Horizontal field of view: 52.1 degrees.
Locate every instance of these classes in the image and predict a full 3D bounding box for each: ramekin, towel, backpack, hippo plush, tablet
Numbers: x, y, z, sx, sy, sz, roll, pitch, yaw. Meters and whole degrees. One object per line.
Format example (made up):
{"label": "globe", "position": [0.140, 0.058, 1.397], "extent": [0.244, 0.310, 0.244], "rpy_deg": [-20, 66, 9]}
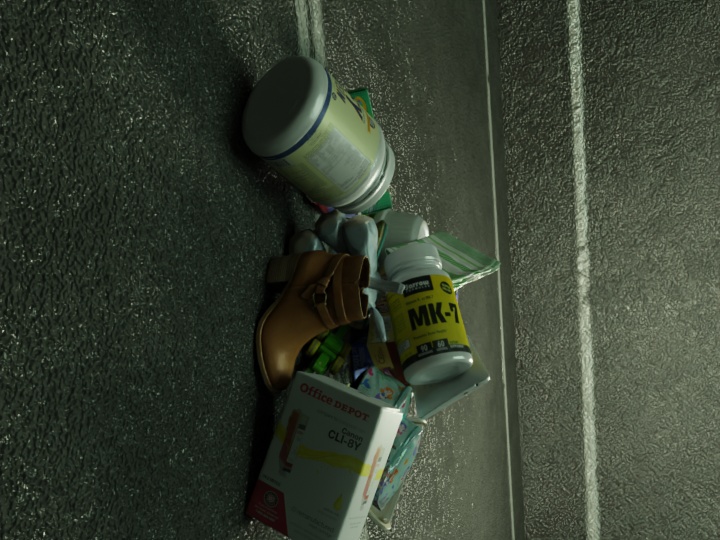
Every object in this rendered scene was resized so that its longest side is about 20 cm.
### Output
{"label": "ramekin", "position": [0.081, -0.022, 1.480], "extent": [0.202, 0.091, 0.209], "rpy_deg": [3, 90, -75]}
{"label": "towel", "position": [0.150, -0.021, 1.343], "extent": [0.198, 0.151, 0.024], "rpy_deg": [-19, 133, -49]}
{"label": "backpack", "position": [0.015, 0.258, 1.135], "extent": [0.203, 0.147, 0.179], "rpy_deg": [-62, 166, -21]}
{"label": "hippo plush", "position": [-0.008, -0.003, 1.159], "extent": [0.161, 0.196, 0.163], "rpy_deg": [13, 98, -76]}
{"label": "tablet", "position": [0.142, 0.172, 1.231], "extent": [0.014, 0.128, 0.200], "rpy_deg": [57, 6, -14]}

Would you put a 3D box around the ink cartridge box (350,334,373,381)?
{"label": "ink cartridge box", "position": [0.042, 0.193, 1.410], "extent": [0.199, 0.074, 0.141], "rpy_deg": [-16, 102, -70]}

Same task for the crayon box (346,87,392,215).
{"label": "crayon box", "position": [0.004, -0.209, 1.281], "extent": [0.119, 0.057, 0.205], "rpy_deg": [-104, -179, -76]}

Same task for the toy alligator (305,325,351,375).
{"label": "toy alligator", "position": [-0.064, 0.149, 1.166], "extent": [0.055, 0.059, 0.201], "rpy_deg": [-56, 179, 32]}

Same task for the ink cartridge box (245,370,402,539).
{"label": "ink cartridge box", "position": [-0.048, 0.256, 0.992], "extent": [0.083, 0.142, 0.205], "rpy_deg": [32, 77, -63]}

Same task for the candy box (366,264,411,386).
{"label": "candy box", "position": [0.060, 0.095, 1.297], "extent": [0.203, 0.055, 0.119], "rpy_deg": [-81, 157, -49]}

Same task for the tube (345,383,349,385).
{"label": "tube", "position": [-0.056, 0.228, 1.192], "extent": [0.052, 0.058, 0.199], "rpy_deg": [55, 12, 14]}

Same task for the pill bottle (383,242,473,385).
{"label": "pill bottle", "position": [0.102, 0.069, 1.179], "extent": [0.114, 0.112, 0.205], "rpy_deg": [42, 31, -62]}

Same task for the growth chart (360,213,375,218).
{"label": "growth chart", "position": [0.004, -0.099, 1.412], "extent": [0.201, 0.017, 0.148], "rpy_deg": [-58, 143, -59]}

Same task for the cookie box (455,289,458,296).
{"label": "cookie box", "position": [0.148, 0.088, 1.405], "extent": [0.172, 0.073, 0.206], "rpy_deg": [-70, 160, -67]}

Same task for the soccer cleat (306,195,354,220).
{"label": "soccer cleat", "position": [-0.056, -0.126, 1.209], "extent": [0.074, 0.067, 0.201], "rpy_deg": [-52, 153, -17]}

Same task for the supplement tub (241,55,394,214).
{"label": "supplement tub", "position": [-0.053, -0.181, 1.026], "extent": [0.199, 0.142, 0.149], "rpy_deg": [36, 54, -45]}

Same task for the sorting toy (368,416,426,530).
{"label": "sorting toy", "position": [0.046, 0.361, 1.391], "extent": [0.180, 0.104, 0.205], "rpy_deg": [60, 50, -77]}

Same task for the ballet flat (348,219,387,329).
{"label": "ballet flat", "position": [0.000, 0.000, 1.313], "extent": [0.071, 0.069, 0.206], "rpy_deg": [38, 62, -64]}

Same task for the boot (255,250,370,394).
{"label": "boot", "position": [-0.062, 0.069, 1.026], "extent": [0.073, 0.150, 0.206], "rpy_deg": [29, 62, -66]}
